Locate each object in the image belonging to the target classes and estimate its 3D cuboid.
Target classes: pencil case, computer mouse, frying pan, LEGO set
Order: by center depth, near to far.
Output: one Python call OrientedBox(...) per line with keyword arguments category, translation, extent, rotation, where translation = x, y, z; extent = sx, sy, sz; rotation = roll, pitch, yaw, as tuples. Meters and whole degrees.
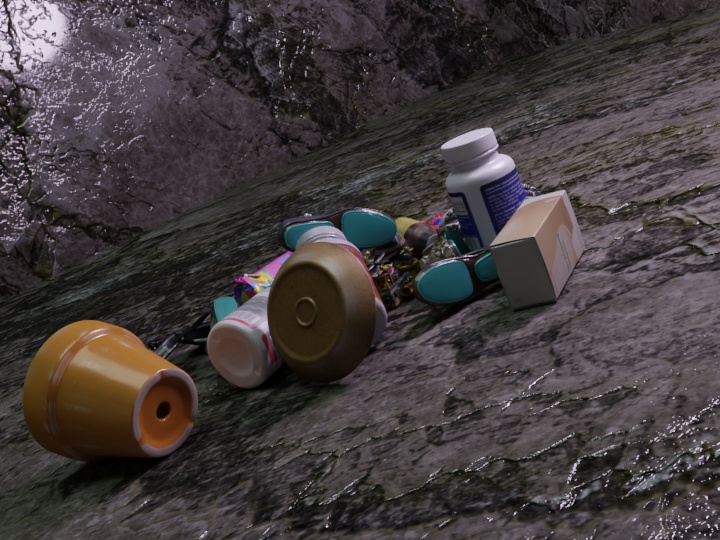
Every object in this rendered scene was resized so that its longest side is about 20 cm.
OrientedBox(category="LEGO set", translation=(0.000, 0.000, 1.776), extent=(0.200, 0.116, 0.154), rotation=(-10, 18, 39))
OrientedBox(category="frying pan", translation=(-0.329, 0.134, 1.813), extent=(0.190, 0.031, 0.115), rotation=(-46, 4, 46))
OrientedBox(category="computer mouse", translation=(-0.274, 0.114, 1.940), extent=(0.200, 0.046, 0.140), rotation=(-17, 3, 20))
OrientedBox(category="pencil case", translation=(-0.147, 0.014, 2.017), extent=(0.200, 0.088, 0.088), rotation=(-31, 16, -37))

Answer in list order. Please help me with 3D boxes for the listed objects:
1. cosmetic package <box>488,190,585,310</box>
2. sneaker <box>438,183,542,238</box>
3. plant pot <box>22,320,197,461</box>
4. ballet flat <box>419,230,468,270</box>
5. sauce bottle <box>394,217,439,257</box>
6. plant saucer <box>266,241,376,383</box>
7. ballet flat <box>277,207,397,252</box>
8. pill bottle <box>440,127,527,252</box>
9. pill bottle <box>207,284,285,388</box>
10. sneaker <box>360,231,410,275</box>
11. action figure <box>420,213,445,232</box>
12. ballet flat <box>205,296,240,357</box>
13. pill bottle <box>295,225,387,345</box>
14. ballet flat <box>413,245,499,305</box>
OrientedBox(category="cosmetic package", translation=(0.258, -0.033, 1.542), extent=(0.071, 0.105, 0.200), rotation=(-14, 18, 28))
OrientedBox(category="sneaker", translation=(0.231, -0.102, 1.883), extent=(0.200, 0.078, 0.080), rotation=(-13, -7, -10))
OrientedBox(category="plant pot", translation=(-0.337, 0.183, 1.506), extent=(0.183, 0.200, 0.200), rotation=(10, 31, 36))
OrientedBox(category="ballet flat", translation=(0.131, -0.025, 1.744), extent=(0.075, 0.068, 0.200), rotation=(-28, 2, 10))
OrientedBox(category="sauce bottle", translation=(0.104, -0.058, 1.948), extent=(0.065, 0.065, 0.200), rotation=(-25, 13, -11))
OrientedBox(category="plant saucer", translation=(-0.066, 0.059, 1.499), extent=(0.200, 0.200, 0.035), rotation=(-11, -8, 37))
OrientedBox(category="ballet flat", translation=(-0.042, -0.067, 1.730), extent=(0.200, 0.073, 0.073), rotation=(-6, 8, -20))
OrientedBox(category="pill bottle", translation=(0.208, -0.126, 1.761), extent=(0.120, 0.200, 0.120), rotation=(-20, 14, 5))
OrientedBox(category="pill bottle", translation=(-0.136, 0.088, 1.665), extent=(0.114, 0.114, 0.200), rotation=(-11, 17, 37))
OrientedBox(category="sneaker", translation=(0.013, -0.010, 1.899), extent=(0.200, 0.086, 0.080), rotation=(-36, 15, 49))
OrientedBox(category="action figure", translation=(0.196, -0.108, 2.038), extent=(0.200, 0.052, 0.065), rotation=(-20, 18, 19))
OrientedBox(category="ballet flat", translation=(-0.217, 0.115, 1.760), extent=(0.068, 0.068, 0.200), rotation=(-2, 26, -2))
OrientedBox(category="pill bottle", translation=(-0.037, 0.023, 1.613), extent=(0.112, 0.112, 0.200), rotation=(-22, 41, 0))
OrientedBox(category="ballet flat", translation=(0.158, 0.008, 1.609), extent=(0.200, 0.068, 0.068), rotation=(-17, 3, -23))
